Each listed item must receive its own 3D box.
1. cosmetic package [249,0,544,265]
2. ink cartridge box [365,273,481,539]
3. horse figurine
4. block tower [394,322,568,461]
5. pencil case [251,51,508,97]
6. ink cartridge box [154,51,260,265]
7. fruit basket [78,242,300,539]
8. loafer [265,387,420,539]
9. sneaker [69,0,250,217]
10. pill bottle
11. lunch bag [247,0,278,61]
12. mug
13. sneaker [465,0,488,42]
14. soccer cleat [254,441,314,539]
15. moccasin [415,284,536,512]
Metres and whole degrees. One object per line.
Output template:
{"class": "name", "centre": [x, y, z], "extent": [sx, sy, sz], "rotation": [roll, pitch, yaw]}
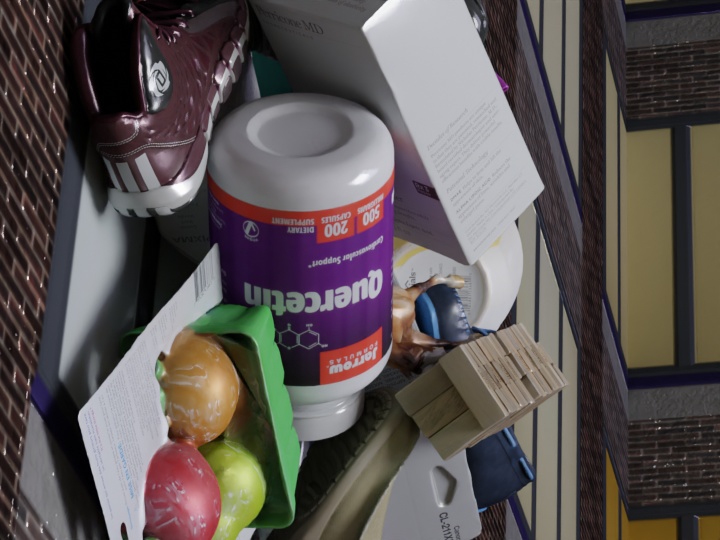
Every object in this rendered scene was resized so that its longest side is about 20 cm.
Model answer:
{"class": "cosmetic package", "centre": [0.023, -0.110, 1.714], "extent": [0.081, 0.113, 0.200], "rotation": [-47, 131, -22]}
{"class": "ink cartridge box", "centre": [0.006, 0.081, 1.913], "extent": [0.146, 0.082, 0.200], "rotation": [77, -7, -47]}
{"class": "horse figurine", "centre": [0.000, 0.000, 1.828], "extent": [0.132, 0.200, 0.050], "rotation": [-13, 144, -52]}
{"class": "block tower", "centre": [0.079, 0.076, 1.785], "extent": [0.054, 0.058, 0.200], "rotation": [55, 13, 7]}
{"class": "pencil case", "centre": [0.009, -0.115, 1.954], "extent": [0.199, 0.093, 0.085], "rotation": [9, 33, -46]}
{"class": "ink cartridge box", "centre": [-0.094, -0.068, 1.778], "extent": [0.200, 0.050, 0.161], "rotation": [81, 11, -49]}
{"class": "fruit basket", "centre": [-0.107, 0.110, 1.590], "extent": [0.200, 0.093, 0.186], "rotation": [-50, 136, -51]}
{"class": "loafer", "centre": [-0.013, 0.163, 1.768], "extent": [0.200, 0.068, 0.076], "rotation": [-58, -160, 17]}
{"class": "sneaker", "centre": [-0.118, -0.138, 1.613], "extent": [0.116, 0.075, 0.201], "rotation": [66, 23, -48]}
{"class": "pill bottle", "centre": [-0.035, 0.001, 1.687], "extent": [0.113, 0.112, 0.201], "rotation": [-76, 168, -56]}
{"class": "lunch bag", "centre": [-0.041, -0.235, 1.806], "extent": [0.139, 0.167, 0.201], "rotation": [-35, 127, -31]}
{"class": "mug", "centre": [0.041, -0.009, 2.101], "extent": [0.187, 0.149, 0.153], "rotation": [47, 6, -7]}
{"class": "sneaker", "centre": [-0.006, -0.196, 1.953], "extent": [0.074, 0.199, 0.089], "rotation": [-59, -177, 33]}
{"class": "soccer cleat", "centre": [-0.053, 0.149, 1.831], "extent": [0.086, 0.070, 0.201], "rotation": [-56, 134, -64]}
{"class": "moccasin", "centre": [0.081, 0.080, 1.973], "extent": [0.081, 0.068, 0.201], "rotation": [-114, -173, -47]}
